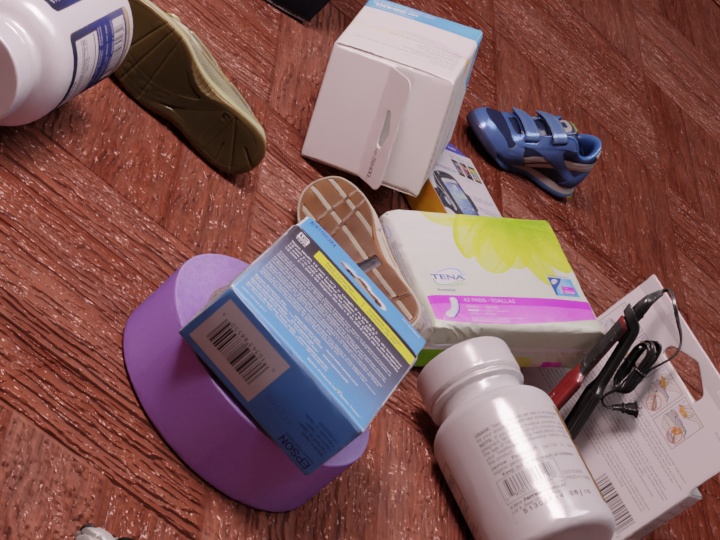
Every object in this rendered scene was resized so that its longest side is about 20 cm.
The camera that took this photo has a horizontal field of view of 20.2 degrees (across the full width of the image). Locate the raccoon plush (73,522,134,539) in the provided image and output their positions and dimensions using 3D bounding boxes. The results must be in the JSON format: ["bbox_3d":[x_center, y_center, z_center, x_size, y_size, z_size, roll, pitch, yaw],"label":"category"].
[{"bbox_3d":[-0.146,0.253,1.230,0.134,0.097,0.201,10,72,-73],"label":"raccoon plush"}]

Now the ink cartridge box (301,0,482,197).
[{"bbox_3d":[0.031,-0.172,2.003,0.125,0.129,0.200,20,24,5],"label":"ink cartridge box"}]

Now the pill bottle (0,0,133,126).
[{"bbox_3d":[-0.264,-0.177,1.585,0.111,0.111,0.200,47,24,-3],"label":"pill bottle"}]

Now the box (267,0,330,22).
[{"bbox_3d":[-0.043,-0.393,2.165,0.104,0.200,0.148,27,31,-39],"label":"box"}]

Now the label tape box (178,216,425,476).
[{"bbox_3d":[-0.039,0.051,1.530,0.143,0.066,0.200,48,22,-3],"label":"label tape box"}]

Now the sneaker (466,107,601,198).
[{"bbox_3d":[0.204,-0.156,2.374,0.200,0.082,0.074,21,37,-43],"label":"sneaker"}]

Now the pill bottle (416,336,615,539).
[{"bbox_3d":[0.128,0.162,1.739,0.114,0.114,0.200,17,39,-50],"label":"pill bottle"}]

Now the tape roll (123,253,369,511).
[{"bbox_3d":[-0.086,0.085,1.555,0.200,0.066,0.200,38,25,-22],"label":"tape roll"}]

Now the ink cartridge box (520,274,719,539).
[{"bbox_3d":[0.267,0.135,1.932,0.200,0.176,0.045,60,17,24],"label":"ink cartridge box"}]

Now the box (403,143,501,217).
[{"bbox_3d":[0.100,-0.063,2.117,0.119,0.041,0.200,18,36,-49],"label":"box"}]

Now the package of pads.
[{"bbox_3d":[0.114,0.016,1.916,0.200,0.068,0.155,3,46,-30],"label":"package of pads"}]

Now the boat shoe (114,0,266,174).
[{"bbox_3d":[-0.159,-0.173,1.810,0.201,0.073,0.063,44,17,-17],"label":"boat shoe"}]

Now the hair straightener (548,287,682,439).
[{"bbox_3d":[0.238,0.102,1.906,0.077,0.200,0.041,36,6,-13],"label":"hair straightener"}]

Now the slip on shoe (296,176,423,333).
[{"bbox_3d":[0.000,0.000,1.837,0.200,0.076,0.061,56,-16,35],"label":"slip on shoe"}]
